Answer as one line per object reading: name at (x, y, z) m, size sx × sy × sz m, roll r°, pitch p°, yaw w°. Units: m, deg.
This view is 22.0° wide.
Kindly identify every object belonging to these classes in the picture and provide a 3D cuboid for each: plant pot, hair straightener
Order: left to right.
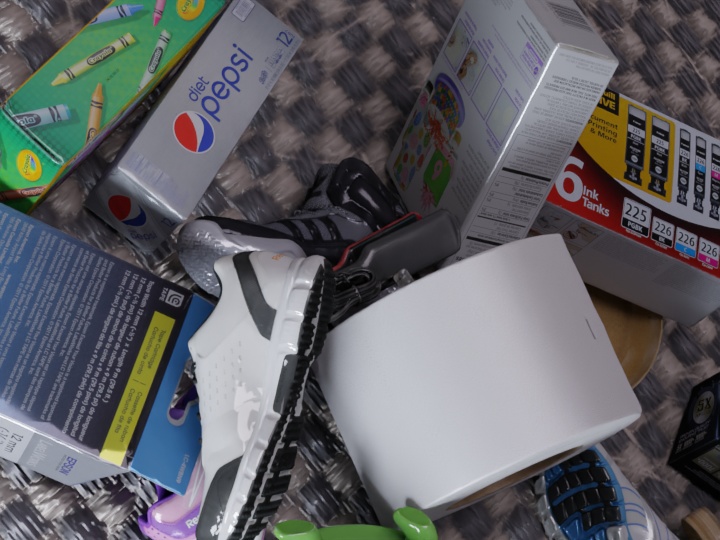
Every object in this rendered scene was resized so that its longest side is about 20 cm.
hair straightener at (0.000, 0.000, 1.281) m, size 0.199 × 0.077 × 0.041 m, roll -21°, pitch 100°, yaw -40°
plant pot at (0.155, 0.015, 1.488) m, size 0.198 × 0.027 × 0.202 m, roll 14°, pitch 61°, yaw -26°

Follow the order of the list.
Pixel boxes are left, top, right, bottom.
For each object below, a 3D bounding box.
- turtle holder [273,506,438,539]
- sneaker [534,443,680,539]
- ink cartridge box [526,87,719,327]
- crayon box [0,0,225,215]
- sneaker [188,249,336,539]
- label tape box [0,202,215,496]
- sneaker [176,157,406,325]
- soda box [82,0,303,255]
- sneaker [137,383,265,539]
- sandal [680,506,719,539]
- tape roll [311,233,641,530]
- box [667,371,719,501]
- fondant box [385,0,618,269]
turtle holder at (0.015, 0.239, 1.212) m, size 0.184 × 0.133 × 0.141 m, roll -16°, pitch 45°, yaw -28°
sneaker at (0.204, 0.205, 1.408) m, size 0.086 × 0.075 × 0.201 m, roll -20°, pitch 81°, yaw -49°
ink cartridge box at (0.215, -0.077, 1.500) m, size 0.198 × 0.084 × 0.177 m, roll 22°, pitch 57°, yaw -20°
crayon box at (-0.189, -0.124, 1.289) m, size 0.058 × 0.119 × 0.200 m, roll 43°, pitch 52°, yaw -6°
sneaker at (-0.077, 0.082, 1.194) m, size 0.079 × 0.074 × 0.202 m, roll 13°, pitch 84°, yaw 15°
label tape box at (-0.192, 0.059, 1.221) m, size 0.199 × 0.066 × 0.144 m, roll 26°, pitch 56°, yaw -12°
sneaker at (-0.046, -0.030, 1.361) m, size 0.199 × 0.075 × 0.115 m, roll 17°, pitch 59°, yaw -30°
soda box at (-0.120, -0.110, 1.355) m, size 0.063 × 0.068 × 0.201 m, roll 38°, pitch 54°, yaw -11°
sneaker at (-0.104, 0.106, 1.259) m, size 0.088 × 0.081 × 0.202 m, roll 15°, pitch 61°, yaw -15°
sandal at (0.294, 0.290, 1.428) m, size 0.069 × 0.078 × 0.213 m, roll -31°, pitch 77°, yaw -6°
tape roll at (0.079, 0.082, 1.300) m, size 0.201 × 0.203 × 0.140 m, roll -16°, pitch 76°, yaw -35°
box at (0.376, 0.150, 1.470) m, size 0.199 × 0.164 × 0.087 m, roll 35°, pitch 54°, yaw -11°
fondant box at (0.100, -0.114, 1.381) m, size 0.058 × 0.201 × 0.145 m, roll 12°, pitch 31°, yaw -27°
